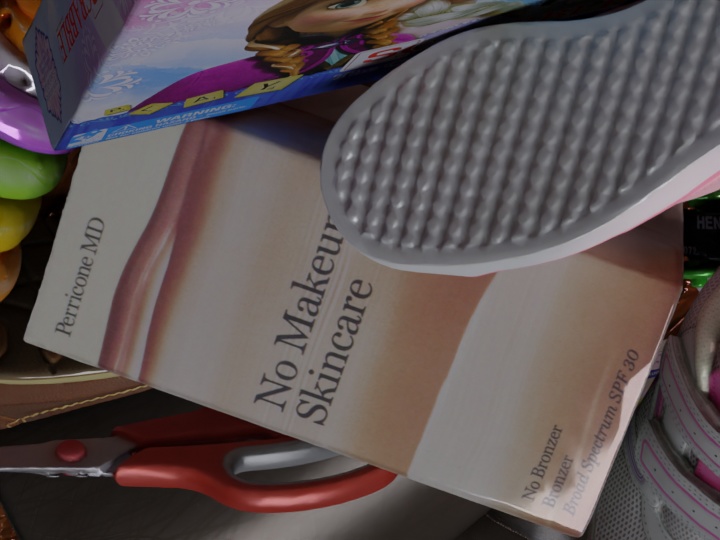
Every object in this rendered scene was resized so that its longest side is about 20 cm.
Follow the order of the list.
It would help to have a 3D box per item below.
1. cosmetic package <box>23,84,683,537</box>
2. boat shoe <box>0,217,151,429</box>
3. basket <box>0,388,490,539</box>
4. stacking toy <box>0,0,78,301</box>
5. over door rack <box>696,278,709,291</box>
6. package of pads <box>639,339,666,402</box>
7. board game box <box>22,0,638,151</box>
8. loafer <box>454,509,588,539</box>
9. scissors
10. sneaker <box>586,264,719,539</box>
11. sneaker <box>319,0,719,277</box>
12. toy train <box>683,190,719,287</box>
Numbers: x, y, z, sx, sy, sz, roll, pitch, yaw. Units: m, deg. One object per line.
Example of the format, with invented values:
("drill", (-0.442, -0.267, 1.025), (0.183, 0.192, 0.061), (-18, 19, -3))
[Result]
("cosmetic package", (0.000, 0.000, 0.855), (0.199, 0.087, 0.104), (18, 112, 0))
("boat shoe", (-0.153, 0.029, 0.954), (0.199, 0.072, 0.068), (-5, 145, 8))
("basket", (-0.019, 0.058, 0.990), (0.200, 0.136, 0.180), (-33, 110, 20))
("stacking toy", (-0.132, -0.053, 0.841), (0.110, 0.116, 0.200), (18, 123, -44))
("over door rack", (0.147, 0.079, 0.972), (0.066, 0.200, 0.148), (10, 104, 9))
("package of pads", (0.155, 0.104, 1.162), (0.154, 0.068, 0.200), (-11, 146, -2))
("board game box", (0.015, -0.096, 0.722), (0.199, 0.041, 0.200), (-14, 172, -16))
("loafer", (0.030, 0.115, 1.091), (0.073, 0.072, 0.200), (-11, 175, -35))
("scissors", (-0.085, 0.066, 0.859), (0.199, 0.073, 0.014), (-9, 129, -17))
("sneaker", (0.125, 0.047, 0.825), (0.088, 0.081, 0.201), (-22, 140, -64))
("sneaker", (0.092, -0.047, 0.790), (0.200, 0.076, 0.105), (-23, 167, 15))
("toy train", (0.187, -0.012, 0.897), (0.056, 0.042, 0.200), (-5, -175, -36))
